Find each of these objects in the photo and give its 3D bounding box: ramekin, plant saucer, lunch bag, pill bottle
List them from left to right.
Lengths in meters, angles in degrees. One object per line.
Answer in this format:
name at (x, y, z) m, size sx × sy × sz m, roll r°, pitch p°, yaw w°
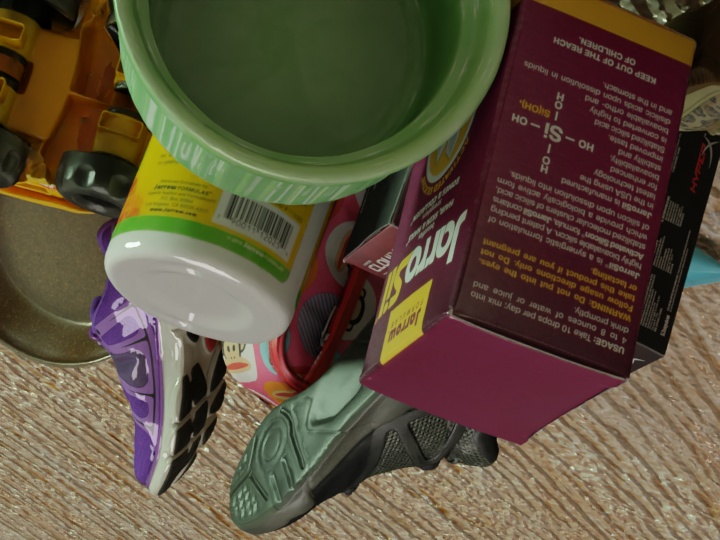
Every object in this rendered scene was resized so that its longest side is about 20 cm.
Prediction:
plant saucer at (-0.199, -0.035, 1.583) m, size 0.200 × 0.201 × 0.037 m, roll 7°, pitch -167°, yaw 25°
pill bottle at (-0.062, -0.069, 1.331) m, size 0.111 × 0.200 × 0.111 m, roll 16°, pitch 157°, yaw 7°
ramekin at (-0.031, -0.130, 1.191) m, size 0.200 × 0.200 × 0.098 m, roll 22°, pitch 164°, yaw -6°
lunch bag at (0.000, 0.000, 1.442) m, size 0.176 × 0.200 × 0.082 m, roll 33°, pitch 158°, yaw -31°

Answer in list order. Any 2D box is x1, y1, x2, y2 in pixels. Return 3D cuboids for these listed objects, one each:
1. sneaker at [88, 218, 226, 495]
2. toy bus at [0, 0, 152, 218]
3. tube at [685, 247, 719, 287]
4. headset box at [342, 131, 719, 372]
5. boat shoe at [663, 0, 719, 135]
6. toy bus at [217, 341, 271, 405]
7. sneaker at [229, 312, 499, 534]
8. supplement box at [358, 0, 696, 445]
sneaker at (-0.138, 0.051, 1.525) m, size 0.083 × 0.081 × 0.200 m, roll 10°, pitch 116°, yaw 20°
toy bus at (-0.185, -0.092, 1.469) m, size 0.200 × 0.136 × 0.192 m, roll 16°, pitch 162°, yaw 3°
tube at (0.141, -0.032, 1.465) m, size 0.200 × 0.050 × 0.077 m, roll 27°, pitch 164°, yaw -30°
headset box at (0.092, -0.046, 1.330) m, size 0.200 × 0.149 × 0.077 m, roll 24°, pitch 156°, yaw -14°
boat shoe at (0.210, -0.112, 1.205) m, size 0.063 × 0.073 × 0.200 m, roll 20°, pitch 168°, yaw -17°
toy bus at (-0.083, 0.018, 1.591) m, size 0.200 × 0.078 × 0.065 m, roll 37°, pitch -166°, yaw 23°
sneaker at (0.014, 0.100, 1.356) m, size 0.114 × 0.076 × 0.199 m, roll 28°, pitch 119°, yaw -34°
supplement box at (0.086, -0.030, 1.206) m, size 0.103 × 0.200 × 0.131 m, roll 21°, pitch 155°, yaw -15°
